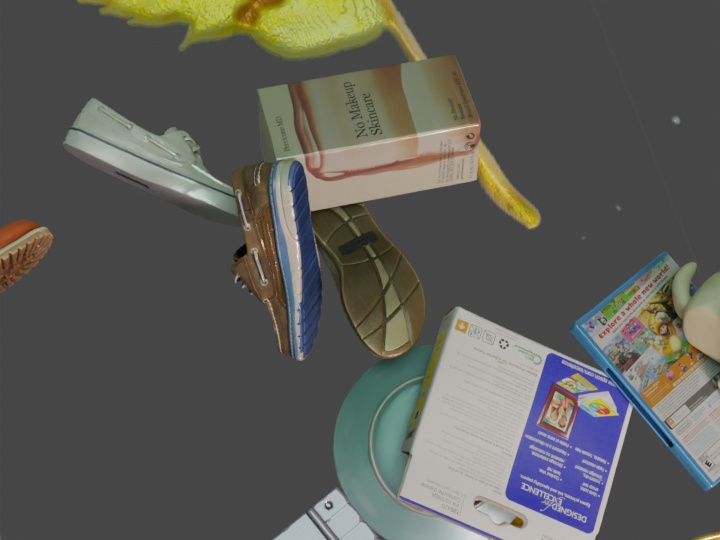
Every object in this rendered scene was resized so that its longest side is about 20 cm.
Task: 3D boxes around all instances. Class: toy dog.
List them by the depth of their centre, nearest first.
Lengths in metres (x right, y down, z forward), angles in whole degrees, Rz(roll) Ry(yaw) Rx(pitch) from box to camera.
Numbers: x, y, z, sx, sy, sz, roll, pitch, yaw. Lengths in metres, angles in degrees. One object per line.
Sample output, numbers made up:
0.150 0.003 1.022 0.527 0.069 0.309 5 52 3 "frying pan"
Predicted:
0.417 0.036 1.629 0.200 0.140 0.194 -31 41 -22 "toy dog"

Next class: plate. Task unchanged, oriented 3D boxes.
0.074 0.166 1.617 0.199 0.026 0.201 1 74 -5 "plate"

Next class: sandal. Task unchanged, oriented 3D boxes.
0.000 0.000 1.644 0.080 0.054 0.200 -23 64 -16 "sandal"

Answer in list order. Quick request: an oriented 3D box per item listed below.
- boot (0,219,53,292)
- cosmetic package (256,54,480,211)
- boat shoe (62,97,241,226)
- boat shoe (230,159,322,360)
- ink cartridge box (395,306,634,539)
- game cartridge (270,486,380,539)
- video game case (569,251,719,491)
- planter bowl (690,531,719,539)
-0.392 -0.015 1.599 0.199 0.075 0.107 -27 74 -10 "boot"
0.007 -0.131 1.642 0.199 0.087 0.104 -12 53 -8 "cosmetic package"
-0.186 -0.106 1.639 0.199 0.074 0.066 25 79 1 "boat shoe"
-0.081 -0.010 1.598 0.072 0.072 0.201 2 113 16 "boat shoe"
0.143 0.162 1.590 0.197 0.047 0.201 25 68 -10 "ink cartridge box"
-0.058 0.310 1.564 0.200 0.038 0.130 -38 78 -13 "game cartridge"
0.312 0.094 1.642 0.143 0.018 0.200 -35 81 -30 "video game case"
0.336 0.344 1.565 0.200 0.083 0.201 2 75 -6 "planter bowl"
